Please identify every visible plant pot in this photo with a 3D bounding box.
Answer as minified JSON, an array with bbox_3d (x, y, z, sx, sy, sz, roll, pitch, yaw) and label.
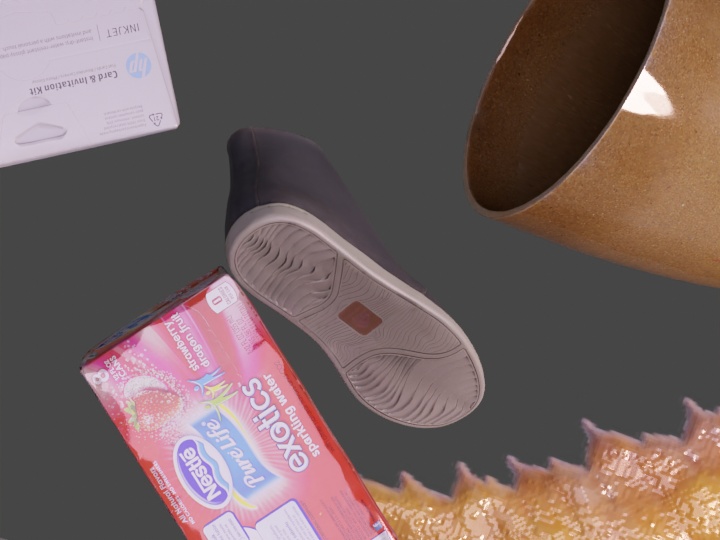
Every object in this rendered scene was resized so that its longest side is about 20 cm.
[{"bbox_3d":[0.188,-0.068,1.134,0.199,0.186,0.188,29,89,-22],"label":"plant pot"}]

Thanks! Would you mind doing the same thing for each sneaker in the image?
[{"bbox_3d":[0.000,0.000,1.157,0.074,0.107,0.200,-33,125,19],"label":"sneaker"}]

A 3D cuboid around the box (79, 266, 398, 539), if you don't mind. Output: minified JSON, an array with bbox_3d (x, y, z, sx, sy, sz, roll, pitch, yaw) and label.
[{"bbox_3d":[-0.064,0.107,1.138,0.099,0.095,0.201,-33,96,-4],"label":"box"}]

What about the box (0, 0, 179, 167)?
[{"bbox_3d":[-0.196,-0.162,1.141,0.154,0.041,0.202,-13,93,-5],"label":"box"}]

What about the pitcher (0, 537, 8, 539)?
[{"bbox_3d":[-0.188,0.237,1.111,0.198,0.121,0.173,13,86,-1],"label":"pitcher"}]
